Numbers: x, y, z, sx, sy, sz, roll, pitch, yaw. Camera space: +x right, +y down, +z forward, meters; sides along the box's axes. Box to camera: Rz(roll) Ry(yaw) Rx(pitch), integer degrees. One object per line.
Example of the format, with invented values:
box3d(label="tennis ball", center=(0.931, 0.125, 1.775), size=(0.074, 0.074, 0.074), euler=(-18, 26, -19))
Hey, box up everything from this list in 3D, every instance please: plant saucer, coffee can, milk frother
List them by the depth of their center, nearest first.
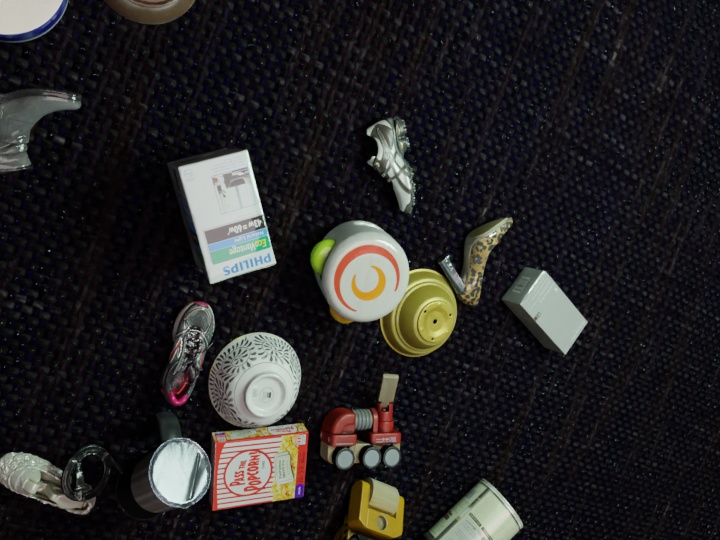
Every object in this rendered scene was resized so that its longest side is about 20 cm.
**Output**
box3d(label="plant saucer", center=(-0.368, -0.533, 1.141), size=(0.196, 0.034, 0.205), euler=(-5, 103, -23))
box3d(label="milk frother", center=(-0.407, 0.370, 1.194), size=(0.198, 0.187, 0.183), euler=(-21, 81, -44))
box3d(label="coffee can", center=(0.269, 0.625, 1.587), size=(0.199, 0.146, 0.148), euler=(-38, 113, -12))

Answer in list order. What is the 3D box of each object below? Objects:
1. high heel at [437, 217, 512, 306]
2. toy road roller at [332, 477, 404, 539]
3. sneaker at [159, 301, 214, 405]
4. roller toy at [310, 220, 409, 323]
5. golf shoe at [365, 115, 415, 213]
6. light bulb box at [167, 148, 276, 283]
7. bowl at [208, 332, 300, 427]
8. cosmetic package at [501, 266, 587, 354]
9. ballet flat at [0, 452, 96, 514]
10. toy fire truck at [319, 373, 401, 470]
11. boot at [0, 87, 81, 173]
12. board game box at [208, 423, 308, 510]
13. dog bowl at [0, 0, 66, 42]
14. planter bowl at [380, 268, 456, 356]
box3d(label="high heel", center=(0.286, -0.019, 1.508), size=(0.198, 0.071, 0.144), euler=(-35, 108, 1))
box3d(label="toy road roller", center=(0.007, 0.586, 1.496), size=(0.122, 0.145, 0.203), euler=(29, 51, -25))
box3d(label="sneaker", center=(-0.325, 0.160, 1.272), size=(0.079, 0.074, 0.204), euler=(13, 94, -25))
box3d(label="roller toy", center=(0.000, 0.000, 1.350), size=(0.180, 0.140, 0.203), euler=(-24, 112, -6))
box3d(label="golf shoe", center=(0.061, -0.213, 1.382), size=(0.093, 0.078, 0.204), euler=(-12, 104, -3))
box3d(label="light bulb box", center=(-0.251, -0.105, 1.185), size=(0.123, 0.198, 0.204), euler=(-17, 106, -17))
box3d(label="bowl", center=(-0.199, 0.235, 1.332), size=(0.197, 0.094, 0.205), euler=(-5, 101, -24))
box3d(label="cosmetic package", center=(0.444, 0.097, 1.597), size=(0.200, 0.090, 0.107), euler=(42, 80, -22))
box3d(label="ballet flat", center=(-0.573, 0.393, 1.212), size=(0.198, 0.072, 0.073), euler=(33, 86, -25))
box3d(label="toy fire truck", center=(0.011, 0.320, 1.438), size=(0.173, 0.128, 0.205), euler=(5, 87, -24))
box3d(label="boot", center=(-0.560, -0.233, 1.103), size=(0.196, 0.070, 0.134), euler=(-5, 105, -12))
box3d(label="board game box", center=(-0.212, 0.406, 1.381), size=(0.196, 0.046, 0.155), euler=(-1, 105, -23))
box3d(label="dog bowl", center=(-0.563, -0.468, 1.040), size=(0.196, 0.079, 0.205), euler=(-5, 103, -23))
box3d(label="planter bowl", center=(0.148, 0.104, 1.467), size=(0.197, 0.083, 0.205), euler=(-5, 102, -22))
